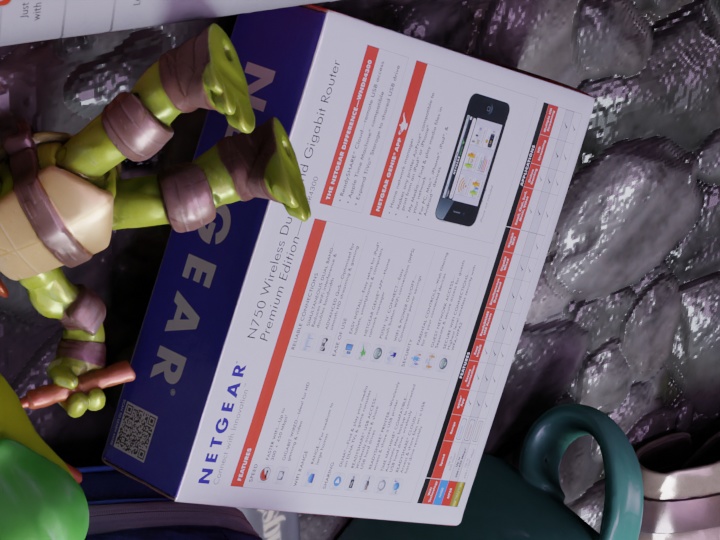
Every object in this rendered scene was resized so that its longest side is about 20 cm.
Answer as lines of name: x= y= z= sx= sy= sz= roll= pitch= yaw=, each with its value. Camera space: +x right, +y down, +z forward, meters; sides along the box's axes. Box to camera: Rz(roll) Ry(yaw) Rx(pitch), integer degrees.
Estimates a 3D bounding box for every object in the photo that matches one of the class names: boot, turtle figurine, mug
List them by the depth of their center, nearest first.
turtle figurine: x=-0.103 y=-0.018 z=0.860 sx=0.161 sy=0.065 sz=0.201 roll=-22 pitch=119 yaw=10
mug: x=0.065 y=0.168 z=1.109 sx=0.151 sy=0.114 sz=0.186 roll=-10 pitch=122 yaw=-37
boot: x=0.158 y=0.162 z=1.232 sx=0.199 sy=0.070 sz=0.147 roll=-26 pitch=124 yaw=-29

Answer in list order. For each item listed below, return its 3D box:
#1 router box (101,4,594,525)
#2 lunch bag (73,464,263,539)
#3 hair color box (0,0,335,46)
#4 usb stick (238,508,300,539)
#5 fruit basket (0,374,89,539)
router box: x=0.000 y=0.000 z=0.960 sx=0.179 sy=0.049 sz=0.201 roll=13 pitch=97 yaw=-48
lunch bag: x=-0.122 y=0.159 z=0.924 sx=0.199 sy=0.132 sz=0.136 roll=1 pitch=123 yaw=-42
hair color box: x=-0.087 y=-0.140 z=0.815 sx=0.199 sy=0.061 sz=0.102 roll=-12 pitch=124 yaw=-37
usb stick: x=-0.051 y=0.113 z=1.031 sx=0.055 sy=0.033 sz=0.201 roll=-23 pitch=129 yaw=-28
fruit basket: x=-0.190 y=0.053 z=0.746 sx=0.155 sy=0.215 sz=0.217 roll=0 pitch=116 yaw=-41
